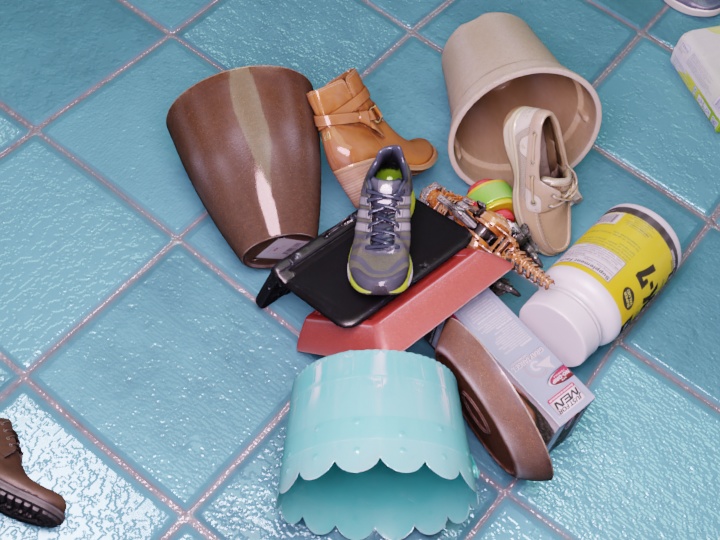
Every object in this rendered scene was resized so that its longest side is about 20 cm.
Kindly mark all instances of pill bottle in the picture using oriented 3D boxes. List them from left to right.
[{"bbox_3d":[0.287,0.018,1.282,0.114,0.114,0.200,39,61,17],"label":"pill bottle"}]

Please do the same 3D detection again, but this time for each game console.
[{"bbox_3d":[0.000,0.000,1.234,0.200,0.176,0.116,-34,82,-26],"label":"game console"}]

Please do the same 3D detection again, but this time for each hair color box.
[{"bbox_3d":[0.164,0.109,1.213,0.061,0.099,0.200,-33,67,-24],"label":"hair color box"}]

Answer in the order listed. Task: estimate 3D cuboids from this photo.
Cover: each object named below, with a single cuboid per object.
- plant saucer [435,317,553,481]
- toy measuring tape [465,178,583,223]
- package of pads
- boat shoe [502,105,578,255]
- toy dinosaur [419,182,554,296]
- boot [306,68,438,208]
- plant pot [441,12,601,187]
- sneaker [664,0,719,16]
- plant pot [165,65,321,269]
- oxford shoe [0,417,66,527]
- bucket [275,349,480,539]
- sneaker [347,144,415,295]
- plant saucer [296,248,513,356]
[{"bbox_3d":[0.134,0.144,1.134,0.034,0.200,0.200,-30,65,-9],"label":"plant saucer"},{"bbox_3d":[0.202,-0.091,1.368,0.200,0.074,0.074,-14,60,-16],"label":"toy measuring tape"},{"bbox_3d":[0.572,-0.293,1.553,0.200,0.068,0.155,-14,60,-17],"label":"package of pads"},{"bbox_3d":[0.231,-0.105,1.315,0.072,0.200,0.065,-29,26,-29],"label":"boat shoe"},{"bbox_3d":[0.146,-0.030,1.255,0.102,0.136,0.200,-33,51,12],"label":"toy dinosaur"},{"bbox_3d":[0.018,-0.180,1.333,0.200,0.074,0.155,-38,105,-56],"label":"boot"},{"bbox_3d":[0.191,-0.237,1.405,0.200,0.201,0.184,-5,47,-11],"label":"plant pot"},{"bbox_3d":[0.488,-0.475,1.651,0.075,0.085,0.200,-36,68,-27],"label":"sneaker"},{"bbox_3d":[-0.120,-0.111,1.285,0.187,0.187,0.200,-12,69,-15],"label":"plant pot"},{"bbox_3d":[-0.376,0.192,1.101,0.200,0.073,0.084,30,56,12],"label":"oxford shoe"},{"bbox_3d":[0.016,0.180,1.090,0.207,0.207,0.135,4,57,-5],"label":"bucket"},{"bbox_3d":[0.022,-0.055,1.154,0.074,0.081,0.200,-1,47,3],"label":"sneaker"},{"bbox_3d":[0.040,0.030,1.203,0.200,0.200,0.037,-34,107,-26],"label":"plant saucer"}]
